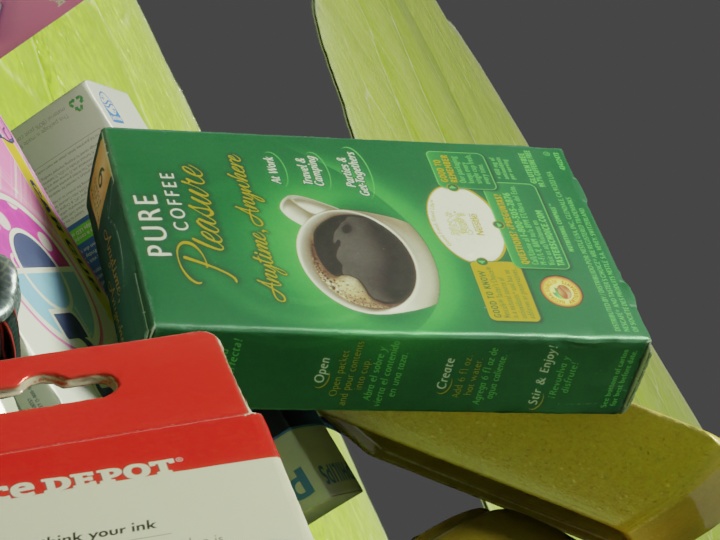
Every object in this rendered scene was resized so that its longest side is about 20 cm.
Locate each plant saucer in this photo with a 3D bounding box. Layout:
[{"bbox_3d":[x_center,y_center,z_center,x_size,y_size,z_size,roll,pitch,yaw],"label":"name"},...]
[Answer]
[{"bbox_3d":[0.063,0.073,1.084,0.199,0.049,0.200,21,-7,13],"label":"plant saucer"}]

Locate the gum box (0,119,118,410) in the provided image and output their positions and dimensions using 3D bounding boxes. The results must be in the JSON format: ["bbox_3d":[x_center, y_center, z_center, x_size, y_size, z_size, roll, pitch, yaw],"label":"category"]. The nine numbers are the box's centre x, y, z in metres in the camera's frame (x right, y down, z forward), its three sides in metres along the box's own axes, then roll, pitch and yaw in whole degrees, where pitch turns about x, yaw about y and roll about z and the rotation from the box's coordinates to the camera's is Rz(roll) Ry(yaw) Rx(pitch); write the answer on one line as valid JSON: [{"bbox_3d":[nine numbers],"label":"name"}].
[{"bbox_3d":[-0.139,0.026,0.941,0.200,0.066,0.113,58,13,7],"label":"gum box"}]

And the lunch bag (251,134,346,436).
[{"bbox_3d":[-0.039,0.012,1.286,0.161,0.075,0.200,57,-10,-9],"label":"lunch bag"}]

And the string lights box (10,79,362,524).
[{"bbox_3d":[-0.097,0.034,1.044,0.200,0.103,0.059,59,10,8],"label":"string lights box"}]

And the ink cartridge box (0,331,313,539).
[{"bbox_3d":[-0.066,0.106,0.657,0.200,0.116,0.067,-116,-157,-49],"label":"ink cartridge box"}]

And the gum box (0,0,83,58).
[{"bbox_3d":[-0.201,-0.156,1.096,0.200,0.113,0.066,35,25,-60],"label":"gum box"}]

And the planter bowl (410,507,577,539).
[{"bbox_3d":[0.040,0.158,1.052,0.084,0.200,0.200,54,10,18],"label":"planter bowl"}]

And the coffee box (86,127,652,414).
[{"bbox_3d":[0.000,0.000,0.968,0.199,0.044,0.123,1,41,-20],"label":"coffee box"}]

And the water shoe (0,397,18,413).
[{"bbox_3d":[-0.162,0.021,0.835,0.200,0.071,0.079,51,8,16],"label":"water shoe"}]

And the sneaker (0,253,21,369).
[{"bbox_3d":[-0.183,-0.021,0.731,0.200,0.096,0.079,31,39,-8],"label":"sneaker"}]
